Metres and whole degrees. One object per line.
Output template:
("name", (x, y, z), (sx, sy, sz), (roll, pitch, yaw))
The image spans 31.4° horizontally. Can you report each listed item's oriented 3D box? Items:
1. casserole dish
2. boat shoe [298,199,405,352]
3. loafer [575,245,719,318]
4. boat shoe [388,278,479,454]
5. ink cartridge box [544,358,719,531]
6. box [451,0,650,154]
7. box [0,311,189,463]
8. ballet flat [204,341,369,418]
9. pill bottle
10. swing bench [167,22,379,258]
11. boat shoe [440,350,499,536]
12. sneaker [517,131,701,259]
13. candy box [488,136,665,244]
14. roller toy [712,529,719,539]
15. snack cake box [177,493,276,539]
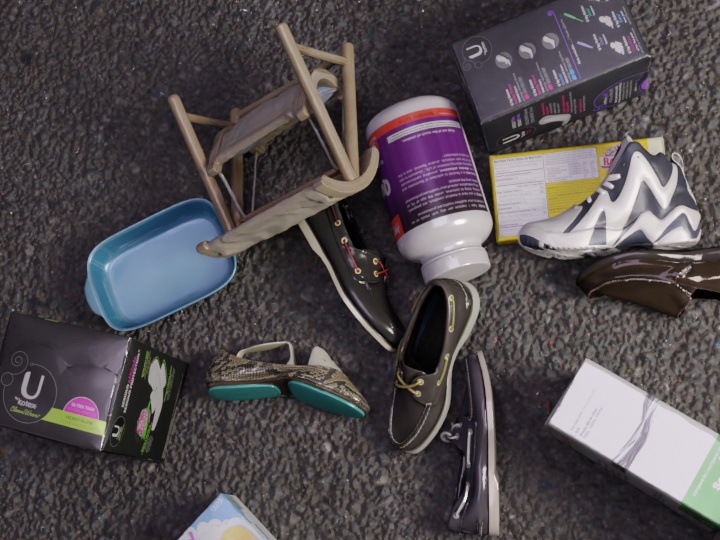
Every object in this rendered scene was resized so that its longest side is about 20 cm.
("casserole dish", (-0.233, -0.004, 1.528), (0.198, 0.039, 0.122), (-26, 75, 5))
("boat shoe", (-0.001, 0.000, 1.464), (0.063, 0.074, 0.202), (-35, 69, 10))
("loafer", (0.335, 0.016, 1.396), (0.198, 0.073, 0.072), (-5, 76, 10))
("boat shoe", (0.068, 0.104, 1.412), (0.071, 0.060, 0.203), (23, 97, 38))
("ink cartridge box", (0.299, 0.182, 1.329), (0.199, 0.146, 0.085), (31, 85, 15))
("box", (0.215, -0.229, 1.448), (0.198, 0.122, 0.107), (-21, 75, 5))
("box", (-0.300, 0.134, 1.425), (0.147, 0.200, 0.126), (11, 80, 12))
("ballet flat", (-0.081, 0.117, 1.463), (0.198, 0.068, 0.076), (6, 63, 14))
("pill bottle", (0.081, -0.087, 1.447), (0.111, 0.112, 0.202), (-17, 75, 6))
("swing bench", (-0.095, -0.137, 1.448), (0.198, 0.129, 0.202), (-24, 73, 35))
("boat shoe", (0.118, 0.189, 1.402), (0.062, 0.073, 0.202), (-4, 82, 7))
("sneaker", (0.269, -0.085, 1.403), (0.197, 0.079, 0.131), (-5, 80, 9))
("candy box", (0.249, -0.090, 1.460), (0.198, 0.026, 0.103), (-5, 77, 9))
("roller toy", (0.423, 0.289, 1.263), (0.139, 0.183, 0.201), (33, 78, 16))
("snack cake box", (-0.177, 0.360, 1.422), (0.115, 0.067, 0.200), (42, 88, 15))
